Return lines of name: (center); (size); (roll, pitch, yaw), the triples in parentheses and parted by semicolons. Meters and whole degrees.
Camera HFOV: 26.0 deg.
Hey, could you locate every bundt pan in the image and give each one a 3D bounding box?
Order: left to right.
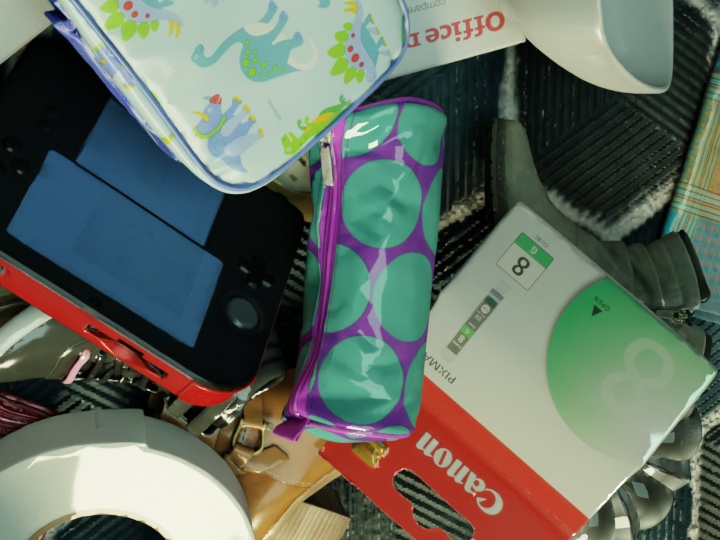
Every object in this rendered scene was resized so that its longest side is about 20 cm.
bundt pan: (0.155, 0.112, 1.088); (0.200, 0.076, 0.204); (-5, 103, -20)

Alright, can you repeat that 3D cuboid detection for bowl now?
bowl: (0.137, -0.210, 0.957); (0.199, 0.074, 0.203); (8, 79, -66)

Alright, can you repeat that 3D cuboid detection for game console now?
game console: (-0.129, -0.030, 0.881); (0.199, 0.178, 0.031); (34, 133, -15)

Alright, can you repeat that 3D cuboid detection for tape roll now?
tape roll: (-0.162, 0.178, 0.954); (0.200, 0.037, 0.205); (-6, 121, -10)

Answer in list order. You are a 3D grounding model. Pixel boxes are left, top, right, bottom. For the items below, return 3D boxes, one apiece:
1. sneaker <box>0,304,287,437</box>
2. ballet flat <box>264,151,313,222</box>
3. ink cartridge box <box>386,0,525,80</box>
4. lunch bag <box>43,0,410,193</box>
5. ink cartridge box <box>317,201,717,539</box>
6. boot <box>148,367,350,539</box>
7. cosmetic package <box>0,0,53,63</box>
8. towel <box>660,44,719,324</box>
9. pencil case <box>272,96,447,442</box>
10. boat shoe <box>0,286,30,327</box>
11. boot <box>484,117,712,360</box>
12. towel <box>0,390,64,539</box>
sneaker: (-0.122, 0.054, 0.900); (0.199, 0.071, 0.100); (-17, 74, -38)
ballet flat: (-0.064, -0.091, 0.956); (0.199, 0.063, 0.069); (36, 77, -25)
ink cartridge box: (0.009, -0.222, 0.947); (0.143, 0.084, 0.202); (-17, 109, -17)
lunch bag: (-0.079, -0.151, 0.825); (0.161, 0.082, 0.200); (-44, 128, -8)
ink cartridge box: (0.093, 0.085, 0.954); (0.161, 0.050, 0.200); (40, 85, 7)
boot: (-0.054, 0.082, 0.999); (0.154, 0.074, 0.202); (25, 90, -22)
cosmetic package: (-0.181, -0.190, 0.867); (0.200, 0.107, 0.090); (-42, 114, -7)
towel: (0.293, -0.054, 1.135); (0.145, 0.022, 0.202); (14, 96, -25)
pencil case: (0.000, 0.000, 0.919); (0.092, 0.085, 0.203); (5, 89, -43)
boat shoe: (-0.207, -0.007, 0.892); (0.198, 0.076, 0.074); (-3, 137, -34)
boot: (0.154, -0.009, 1.021); (0.129, 0.068, 0.202); (-10, 80, 0)
towel: (-0.274, 0.123, 0.927); (0.198, 0.023, 0.145); (23, 108, -25)
